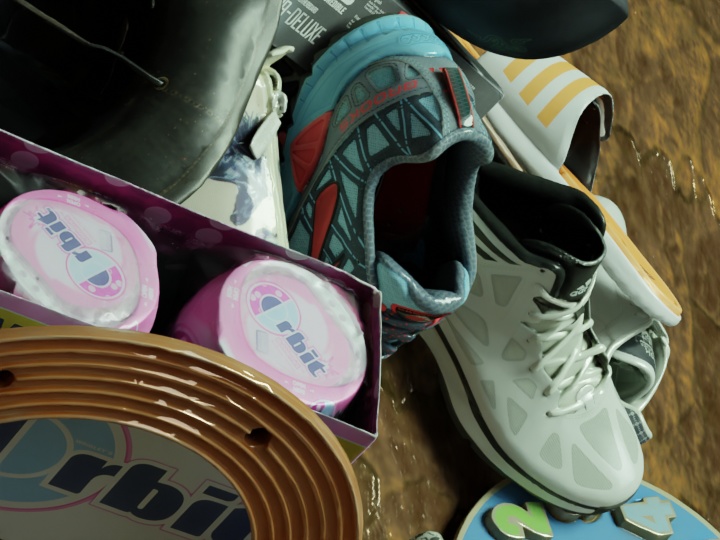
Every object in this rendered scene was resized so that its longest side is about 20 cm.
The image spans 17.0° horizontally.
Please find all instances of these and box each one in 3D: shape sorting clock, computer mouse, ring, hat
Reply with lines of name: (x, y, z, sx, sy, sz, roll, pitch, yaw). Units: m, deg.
shape sorting clock: (0.131, 0.181, 1.179, 0.199, 0.039, 0.201, 14, 51, -18)
computer mouse: (0.034, -0.137, 1.045, 0.138, 0.200, 0.053, 33, 93, -46)
ring: (-0.099, 0.084, 0.752, 0.200, 0.200, 0.019, 48, 23, -40)
hat: (-0.128, -0.085, 0.880, 0.081, 0.199, 0.202, 126, -34, -67)

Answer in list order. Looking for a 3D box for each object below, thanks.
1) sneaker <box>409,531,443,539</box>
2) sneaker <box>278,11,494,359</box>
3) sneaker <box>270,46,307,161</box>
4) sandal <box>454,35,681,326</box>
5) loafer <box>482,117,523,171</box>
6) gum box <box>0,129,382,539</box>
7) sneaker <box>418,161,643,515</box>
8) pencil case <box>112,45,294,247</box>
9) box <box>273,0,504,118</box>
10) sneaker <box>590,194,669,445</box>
sneaker: (0.098, 0.170, 1.108, 0.199, 0.077, 0.089, 24, 40, -11)
sneaker: (0.000, 0.000, 0.993, 0.079, 0.201, 0.096, -8, 39, -31)
sneaker: (-0.040, -0.064, 1.071, 0.200, 0.077, 0.087, 46, 20, -43)
sandal: (0.117, -0.064, 1.269, 0.207, 0.059, 0.079, 52, 8, 13)
loafer: (0.039, -0.086, 1.212, 0.201, 0.063, 0.072, 61, 32, -25)
gum box: (-0.107, 0.025, 0.768, 0.199, 0.114, 0.066, 23, 44, -23)
sneaker: (0.088, 0.033, 1.148, 0.076, 0.115, 0.201, -44, 103, -29)
pencil case: (-0.056, 0.012, 0.957, 0.078, 0.089, 0.201, -13, 94, -57)
box: (-0.041, -0.143, 1.028, 0.200, 0.050, 0.158, 34, 14, -51)
sneaker: (0.132, 0.031, 1.307, 0.076, 0.080, 0.201, 53, 34, -33)
